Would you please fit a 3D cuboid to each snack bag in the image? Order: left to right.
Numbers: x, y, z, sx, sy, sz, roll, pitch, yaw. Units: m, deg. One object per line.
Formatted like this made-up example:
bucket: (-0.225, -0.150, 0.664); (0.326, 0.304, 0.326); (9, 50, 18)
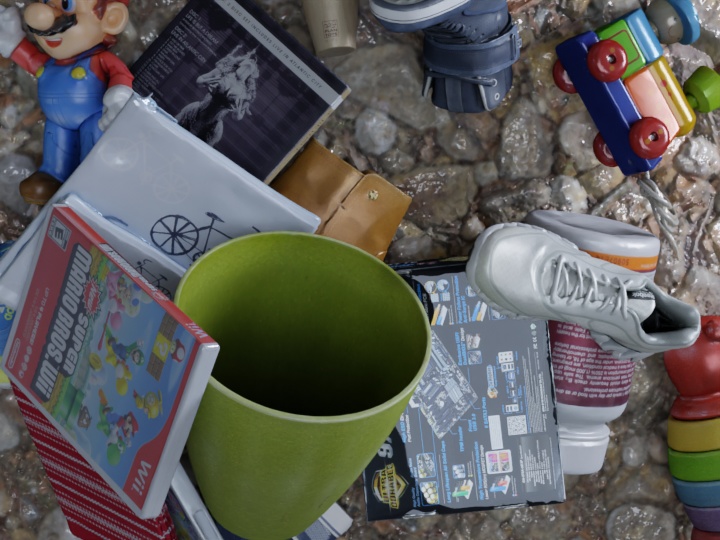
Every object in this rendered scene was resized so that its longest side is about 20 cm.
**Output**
snack bag: (-0.151, -0.011, 1.313); (0.188, 0.021, 0.200); (34, 107, -22)

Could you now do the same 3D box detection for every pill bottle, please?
pill bottle: (0.172, 0.058, 1.431); (0.114, 0.114, 0.200); (8, 101, -11)

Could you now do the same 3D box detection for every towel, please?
towel: (-0.204, 0.158, 1.359); (0.022, 0.145, 0.200); (-42, 134, -34)

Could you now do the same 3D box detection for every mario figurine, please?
mario figurine: (-0.230, -0.149, 1.311); (0.123, 0.106, 0.200); (-1, 95, -7)

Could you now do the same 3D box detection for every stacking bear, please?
stacking bear: (0.314, 0.135, 1.482); (0.114, 0.121, 0.200); (-16, 96, -13)

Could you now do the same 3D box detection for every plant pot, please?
plant pot: (-0.059, 0.107, 1.293); (0.187, 0.187, 0.200); (5, 133, -11)

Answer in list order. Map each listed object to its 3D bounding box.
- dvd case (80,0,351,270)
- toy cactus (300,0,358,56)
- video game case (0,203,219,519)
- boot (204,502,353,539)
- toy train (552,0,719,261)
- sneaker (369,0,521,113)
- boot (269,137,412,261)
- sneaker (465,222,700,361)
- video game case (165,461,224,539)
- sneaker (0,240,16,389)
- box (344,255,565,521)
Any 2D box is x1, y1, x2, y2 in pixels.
dvd case: (-0.126, -0.114, 1.355); (0.149, 0.016, 0.200); (43, 94, 15)
toy cactus: (-0.025, -0.249, 1.323); (0.200, 0.102, 0.165); (-7, 84, -6)
video game case: (-0.184, 0.062, 1.234); (0.017, 0.200, 0.143); (-2, 121, -45)
boot: (-0.100, 0.173, 1.431); (0.090, 0.073, 0.200); (-43, 107, -4)
toy train: (0.254, -0.122, 1.416); (0.116, 0.085, 0.200); (-32, 97, -15)
sneaker: (0.066, -0.176, 1.325); (0.077, 0.202, 0.146); (17, 122, 22)
boot: (0.000, 0.000, 1.411); (0.201, 0.071, 0.144); (40, 94, -11)
sneaker: (0.171, 0.015, 1.304); (0.200, 0.081, 0.075); (19, 83, -28)
video game case: (-0.134, 0.220, 1.402); (0.018, 0.143, 0.200); (-32, 107, -19)
sneaker: (-0.229, 0.008, 1.371); (0.200, 0.076, 0.105); (-32, 105, -1)
box: (0.073, 0.091, 1.364); (0.159, 0.046, 0.200); (-7, 95, 3)
